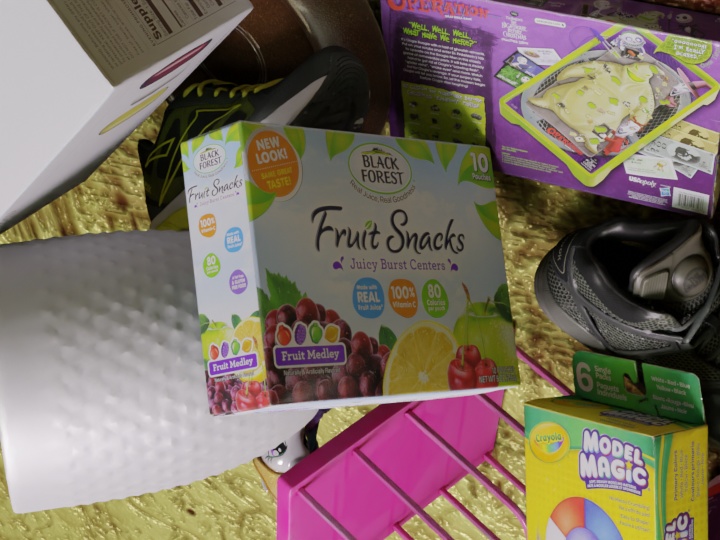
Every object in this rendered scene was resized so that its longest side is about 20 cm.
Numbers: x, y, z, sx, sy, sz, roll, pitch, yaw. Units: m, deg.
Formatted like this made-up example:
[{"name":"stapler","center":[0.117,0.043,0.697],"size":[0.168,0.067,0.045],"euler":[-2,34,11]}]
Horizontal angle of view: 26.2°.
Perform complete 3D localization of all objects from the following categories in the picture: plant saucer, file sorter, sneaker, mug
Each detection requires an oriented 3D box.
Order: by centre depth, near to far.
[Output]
[{"name":"mug","center":[-0.120,0.051,0.889],"size":[0.200,0.174,0.149],"euler":[159,103,-78]},{"name":"sneaker","center":[0.199,0.038,0.892],"size":[0.199,0.076,0.114],"euler":[37,163,2]},{"name":"sneaker","center":[-0.075,-0.081,0.898],"size":[0.200,0.074,0.085],"euler":[-36,72,40]},{"name":"plant saucer","center":[-0.072,-0.136,0.930],"size":[0.199,0.032,0.201],"euler":[25,141,22]},{"name":"file sorter","center":[0.060,0.160,0.999],"size":[0.125,0.199,0.140],"euler":[39,145,28]}]

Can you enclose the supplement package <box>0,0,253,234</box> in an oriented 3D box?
[{"name":"supplement package","center":[-0.183,-0.128,0.806],"size":[0.156,0.111,0.200],"euler":[53,137,-2]}]

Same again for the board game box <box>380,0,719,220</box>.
[{"name":"board game box","center":[0.108,-0.102,0.868],"size":[0.199,0.032,0.121],"euler":[15,140,20]}]

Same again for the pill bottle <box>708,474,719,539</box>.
[{"name":"pill bottle","center":[0.242,0.227,0.969],"size":[0.112,0.200,0.113],"euler":[18,138,17]}]

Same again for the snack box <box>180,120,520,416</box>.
[{"name":"snack box","center":[0.000,0.000,0.833],"size":[0.053,0.199,0.144],"euler":[-15,80,42]}]

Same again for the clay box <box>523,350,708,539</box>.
[{"name":"clay box","center":[0.146,0.153,0.893],"size":[0.115,0.047,0.202],"euler":[8,103,57]}]

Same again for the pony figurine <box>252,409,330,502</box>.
[{"name":"pony figurine","center":[-0.081,0.047,1.042],"size":[0.193,0.166,0.202],"euler":[26,120,51]}]
